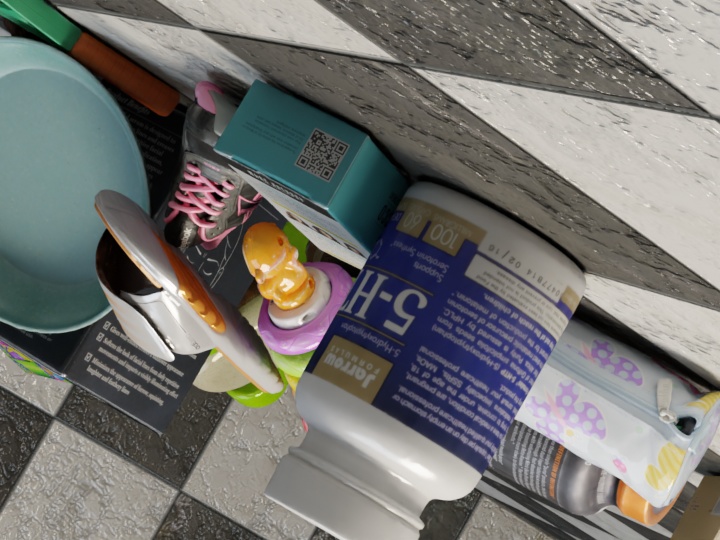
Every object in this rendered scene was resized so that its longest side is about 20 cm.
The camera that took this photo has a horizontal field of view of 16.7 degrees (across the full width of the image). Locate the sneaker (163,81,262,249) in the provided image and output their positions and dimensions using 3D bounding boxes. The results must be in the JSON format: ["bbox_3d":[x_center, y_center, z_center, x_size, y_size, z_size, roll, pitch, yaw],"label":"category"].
[{"bbox_3d":[-0.088,-0.056,1.525,0.079,0.096,0.200,31,173,2],"label":"sneaker"}]

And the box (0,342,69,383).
[{"bbox_3d":[-0.256,-0.011,2.014,0.192,0.122,0.200,9,145,54],"label":"box"}]

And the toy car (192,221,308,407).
[{"bbox_3d":[-0.104,-0.019,1.923,0.201,0.157,0.164,59,-176,25],"label":"toy car"}]

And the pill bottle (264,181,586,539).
[{"bbox_3d":[0.032,0.062,1.399,0.119,0.201,0.120,29,174,4],"label":"pill bottle"}]

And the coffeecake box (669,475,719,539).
[{"bbox_3d":[0.356,0.242,1.935,0.199,0.073,0.154,31,174,-2],"label":"coffeecake box"}]

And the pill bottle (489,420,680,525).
[{"bbox_3d":[0.131,0.099,1.682,0.199,0.107,0.106,28,174,24],"label":"pill bottle"}]

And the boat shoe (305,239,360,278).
[{"bbox_3d":[0.000,0.000,1.718,0.076,0.072,0.200,45,180,28],"label":"boat shoe"}]

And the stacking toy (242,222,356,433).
[{"bbox_3d":[-0.023,0.037,1.586,0.109,0.117,0.200,-9,139,31],"label":"stacking toy"}]

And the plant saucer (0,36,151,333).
[{"bbox_3d":[-0.214,-0.059,1.630,0.199,0.201,0.036,28,-153,21],"label":"plant saucer"}]

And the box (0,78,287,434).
[{"bbox_3d":[-0.160,-0.010,1.736,0.107,0.201,0.148,28,173,30],"label":"box"}]

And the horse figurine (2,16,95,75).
[{"bbox_3d":[-0.235,-0.136,1.744,0.132,0.050,0.200,19,171,-13],"label":"horse figurine"}]

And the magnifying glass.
[{"bbox_3d":[-0.202,-0.160,1.581,0.200,0.022,0.080,35,173,-22],"label":"magnifying glass"}]

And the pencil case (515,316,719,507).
[{"bbox_3d":[0.132,0.071,1.548,0.199,0.083,0.091,29,180,16],"label":"pencil case"}]

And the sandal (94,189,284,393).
[{"bbox_3d":[-0.119,0.032,1.570,0.207,0.059,0.079,50,-174,-43],"label":"sandal"}]

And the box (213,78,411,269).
[{"bbox_3d":[-0.011,-0.044,1.452,0.082,0.049,0.200,28,174,22],"label":"box"}]
